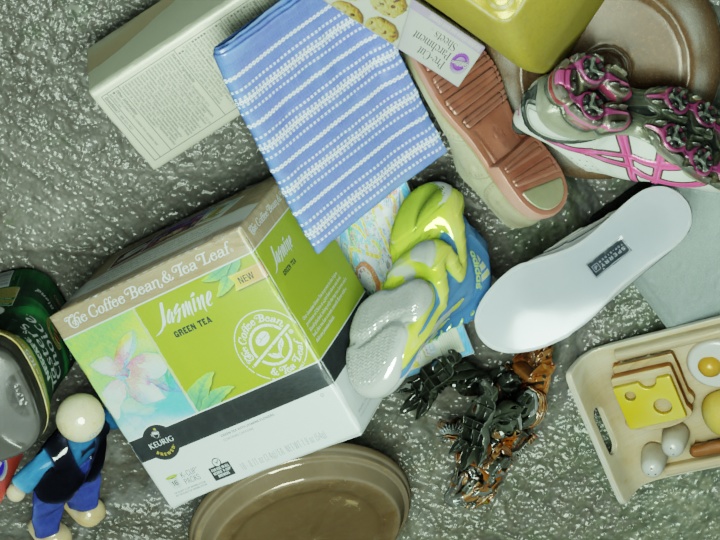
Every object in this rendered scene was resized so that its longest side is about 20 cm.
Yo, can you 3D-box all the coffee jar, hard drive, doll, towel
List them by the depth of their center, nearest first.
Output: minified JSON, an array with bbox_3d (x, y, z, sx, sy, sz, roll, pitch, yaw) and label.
[{"bbox_3d":[-0.020,-0.131,1.423,0.145,0.024,0.201,-39,124,-17],"label":"towel"},{"bbox_3d":[-0.292,0.078,1.495,0.085,0.200,0.105,-17,108,7],"label":"coffee jar"},{"bbox_3d":[0.306,-0.006,1.543,0.139,0.033,0.200,-36,104,13],"label":"hard drive"},{"bbox_3d":[-0.242,0.161,1.545,0.048,0.136,0.200,42,148,17],"label":"doll"}]

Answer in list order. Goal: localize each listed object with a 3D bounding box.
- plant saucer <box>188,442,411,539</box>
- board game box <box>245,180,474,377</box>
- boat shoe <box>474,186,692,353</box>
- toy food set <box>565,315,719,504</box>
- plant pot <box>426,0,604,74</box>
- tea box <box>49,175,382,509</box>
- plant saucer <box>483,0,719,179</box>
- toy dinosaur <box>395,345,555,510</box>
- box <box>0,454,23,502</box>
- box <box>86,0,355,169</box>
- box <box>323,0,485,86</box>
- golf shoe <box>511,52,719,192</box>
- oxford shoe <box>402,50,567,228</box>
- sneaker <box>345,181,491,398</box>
[{"bbox_3d":[-0.049,0.223,1.581,0.199,0.030,0.201,-11,137,-10],"label":"plant saucer"},{"bbox_3d":[0.000,0.000,1.551,0.134,0.034,0.201,-20,107,8],"label":"board game box"},{"bbox_3d":[0.184,0.004,1.491,0.199,0.065,0.074,-30,83,5],"label":"boat shoe"},{"bbox_3d":[0.289,0.121,1.544,0.199,0.060,0.144,-15,114,25],"label":"toy food set"},{"bbox_3d":[0.105,-0.267,1.351,0.195,0.200,0.195,35,106,4],"label":"plant pot"},{"bbox_3d":[-0.106,0.056,1.495,0.199,0.134,0.197,-25,104,26],"label":"tea box"},{"bbox_3d":[0.198,-0.166,1.490,0.199,0.037,0.202,0,110,1],"label":"plant saucer"},{"bbox_3d":[0.112,0.113,1.558,0.102,0.135,0.201,14,97,43],"label":"toy dinosaur"},{"bbox_3d":[-0.358,0.171,1.529,0.102,0.200,0.095,-37,104,12],"label":"box"},{"bbox_3d":[-0.112,-0.180,1.457,0.199,0.078,0.095,-30,124,10],"label":"box"},{"bbox_3d":[0.010,-0.203,1.376,0.199,0.039,0.042,29,103,-38],"label":"box"},{"bbox_3d":[0.216,-0.109,1.460,0.199,0.073,0.092,22,151,-22],"label":"golf shoe"},{"bbox_3d":[0.085,-0.118,1.491,0.071,0.074,0.201,-31,88,-31],"label":"oxford shoe"},{"bbox_3d":[0.060,0.031,1.470,0.075,0.201,0.105,-6,143,44],"label":"sneaker"}]
